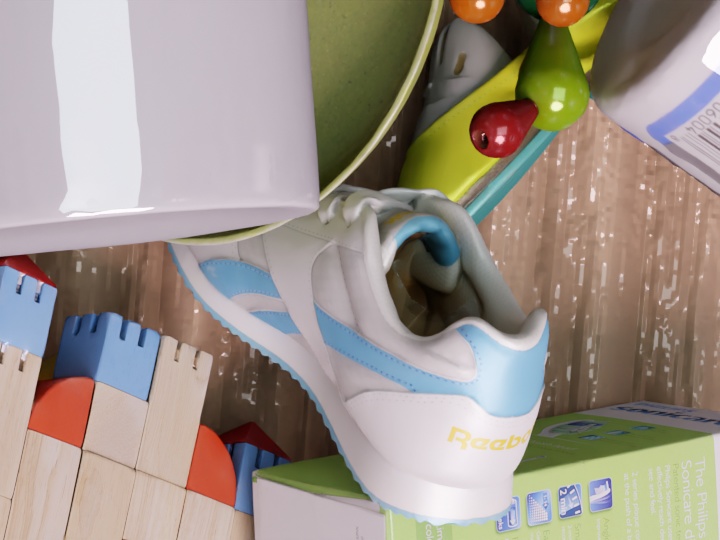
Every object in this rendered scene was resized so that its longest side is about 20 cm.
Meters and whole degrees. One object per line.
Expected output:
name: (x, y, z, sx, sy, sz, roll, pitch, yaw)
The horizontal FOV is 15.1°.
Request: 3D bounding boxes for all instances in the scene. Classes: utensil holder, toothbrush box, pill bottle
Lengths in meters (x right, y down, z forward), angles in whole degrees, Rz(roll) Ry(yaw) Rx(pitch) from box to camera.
utensil holder: (-0.098, -0.110, 0.855, 0.169, 0.170, 0.201, -6, 88, -18)
toothbrush box: (0.064, 0.136, 1.006, 0.199, 0.086, 0.147, -8, 99, -36)
pill bottle: (0.193, -0.052, 0.979, 0.199, 0.114, 0.114, 33, 85, -15)

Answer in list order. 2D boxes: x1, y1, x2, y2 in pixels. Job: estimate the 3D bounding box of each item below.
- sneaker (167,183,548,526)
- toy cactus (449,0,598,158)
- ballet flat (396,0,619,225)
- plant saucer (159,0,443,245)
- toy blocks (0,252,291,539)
sneaker: (0.000, 0.000, 0.950, 0.076, 0.200, 0.081, -6, 127, -38)
toy cactus: (0.049, -0.140, 0.991, 0.164, 0.102, 0.200, -20, 66, -30)
ballet flat: (0.068, -0.080, 1.035, 0.200, 0.067, 0.067, -41, 85, -14)
plant saucer: (-0.042, -0.108, 0.939, 0.031, 0.199, 0.201, 7, 94, -52)
toy blocks: (-0.098, 0.078, 0.965, 0.200, 0.100, 0.138, 27, 67, -42)
